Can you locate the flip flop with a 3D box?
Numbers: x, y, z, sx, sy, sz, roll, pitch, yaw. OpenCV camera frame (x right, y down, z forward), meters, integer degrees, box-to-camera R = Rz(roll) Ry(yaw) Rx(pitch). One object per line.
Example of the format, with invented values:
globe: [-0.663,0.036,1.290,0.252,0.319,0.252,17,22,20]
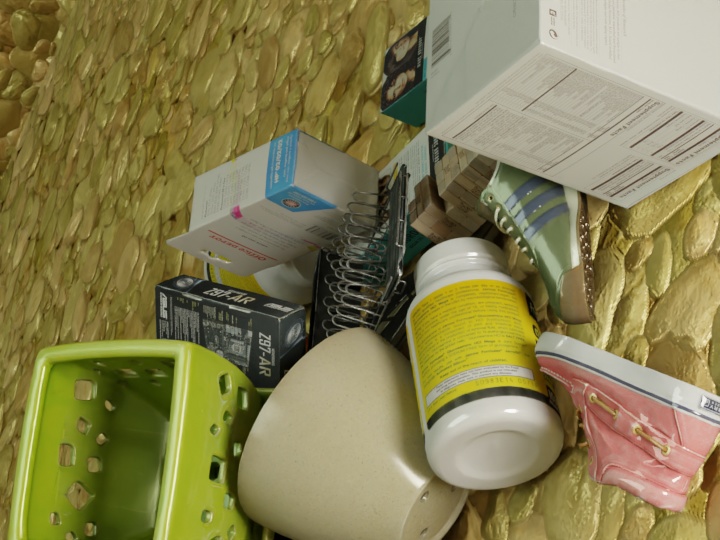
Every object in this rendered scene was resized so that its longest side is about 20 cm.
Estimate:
flip flop: [0.070,0.026,1.387,0.200,0.058,0.081,-49,25,12]

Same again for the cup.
cup: [0.012,0.171,1.279,0.143,0.200,0.201,31,104,30]

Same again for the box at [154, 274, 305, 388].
box: [-0.130,0.117,1.455,0.160,0.044,0.200,12,112,33]

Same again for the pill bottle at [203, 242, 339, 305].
pill bottle: [-0.089,-0.012,1.647,0.200,0.111,0.111,-14,62,61]

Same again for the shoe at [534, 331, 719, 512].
shoe: [0.183,0.110,1.088,0.200,0.071,0.091,21,88,59]

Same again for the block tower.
block tower: [0.125,-0.107,1.308,0.200,0.058,0.054,-45,26,25]

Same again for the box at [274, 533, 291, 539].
box: [-0.128,0.323,1.507,0.200,0.123,0.199,38,110,62]

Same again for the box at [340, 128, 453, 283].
box: [0.048,-0.067,1.466,0.200,0.049,0.082,-42,40,46]

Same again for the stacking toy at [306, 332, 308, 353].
stacking toy: [-0.055,0.148,1.494,0.200,0.146,0.146,28,100,48]

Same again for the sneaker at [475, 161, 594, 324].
sneaker: [0.142,-0.045,1.217,0.090,0.067,0.200,-8,66,15]

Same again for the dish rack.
dish rack: [0.000,0.000,1.366,0.200,0.054,0.154,115,162,-50]

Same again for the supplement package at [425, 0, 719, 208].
supplement package: [0.174,-0.168,1.131,0.151,0.200,0.152,-36,44,51]

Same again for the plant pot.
plant pot: [-0.180,0.180,1.345,0.200,0.181,0.199,-4,72,37]

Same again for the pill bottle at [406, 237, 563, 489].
pill bottle: [0.099,0.073,1.229,0.112,0.112,0.200,-50,34,38]

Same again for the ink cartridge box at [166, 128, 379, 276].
ink cartridge box: [-0.092,-0.064,1.485,0.200,0.115,0.068,-20,56,41]

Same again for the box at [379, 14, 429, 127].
box: [0.094,-0.226,1.493,0.200,0.049,0.082,-32,47,53]
